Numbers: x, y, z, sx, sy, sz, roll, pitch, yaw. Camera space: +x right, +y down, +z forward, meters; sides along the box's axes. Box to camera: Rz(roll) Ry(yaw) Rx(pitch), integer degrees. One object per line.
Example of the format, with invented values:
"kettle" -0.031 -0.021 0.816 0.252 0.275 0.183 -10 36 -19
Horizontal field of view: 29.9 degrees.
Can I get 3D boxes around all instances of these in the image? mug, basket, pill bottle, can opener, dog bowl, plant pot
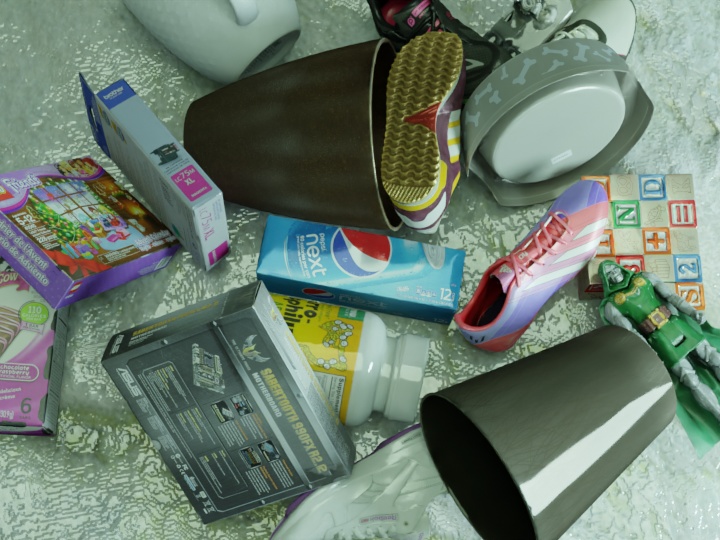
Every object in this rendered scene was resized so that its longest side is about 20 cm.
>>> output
"mug" -0.149 -0.283 1.348 0.148 0.200 0.175 -41 86 -7
"basket" 0.183 0.146 1.246 0.200 0.136 0.180 -28 88 -25
"pill bottle" -0.040 0.087 1.291 0.200 0.113 0.113 11 74 1
"can opener" 0.145 -0.221 1.424 0.053 0.067 0.200 42 90 10
"dog bowl" 0.187 -0.148 1.331 0.200 0.200 0.059 -18 60 -7
"plant pot" -0.066 -0.128 1.332 0.200 0.187 0.187 -3 74 13

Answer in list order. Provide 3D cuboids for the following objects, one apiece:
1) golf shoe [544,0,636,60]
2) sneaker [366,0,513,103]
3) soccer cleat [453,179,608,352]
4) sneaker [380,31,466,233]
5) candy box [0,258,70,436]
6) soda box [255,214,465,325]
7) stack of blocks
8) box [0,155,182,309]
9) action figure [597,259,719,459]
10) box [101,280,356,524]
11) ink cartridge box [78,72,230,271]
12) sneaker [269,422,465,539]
"golf shoe" 0.227 -0.223 1.405 0.077 0.088 0.200 38 75 10
"sneaker" 0.073 -0.235 1.370 0.200 0.084 0.077 35 87 35
"soccer cleat" 0.169 -0.007 1.315 0.200 0.076 0.067 -53 51 8
"sneaker" 0.063 -0.134 1.300 0.075 0.090 0.200 6 65 17
"candy box" -0.358 0.056 1.313 0.136 0.061 0.200 3 74 -1
"soda box" 0.000 0.000 1.340 0.200 0.068 0.064 10 74 0
"stack of blocks" 0.280 0.007 1.355 0.115 0.059 0.200 -2 75 -3
"box" -0.273 -0.041 1.281 0.137 0.200 0.039 42 113 9
"action figure" 0.297 0.066 1.284 0.118 0.055 0.200 -41 77 -10
"box" -0.118 0.123 1.228 0.158 0.048 0.200 -21 114 16
"ink cartridge box" -0.202 -0.104 1.322 0.042 0.119 0.200 -37 68 -19
"sneaker" 0.009 0.226 1.273 0.200 0.075 0.100 -30 79 -10
